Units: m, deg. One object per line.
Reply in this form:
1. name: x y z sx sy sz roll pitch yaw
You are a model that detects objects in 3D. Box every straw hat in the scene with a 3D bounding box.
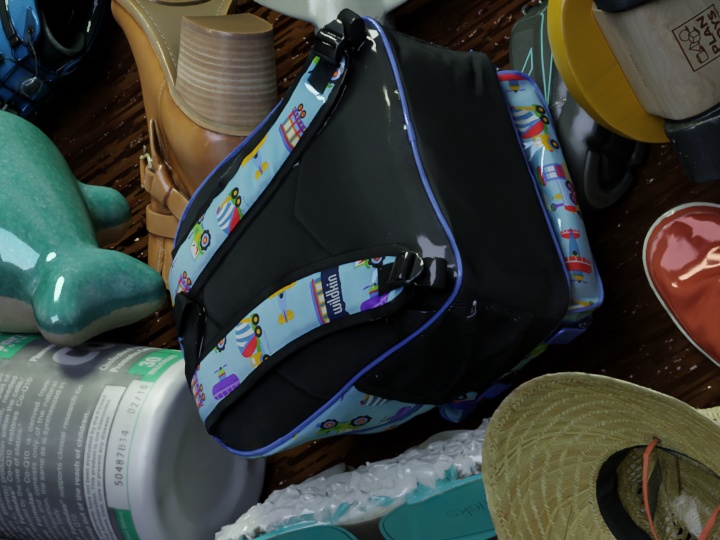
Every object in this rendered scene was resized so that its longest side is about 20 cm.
1. straw hat: 0.161 0.107 1.365 0.200 0.202 0.085 18 43 35

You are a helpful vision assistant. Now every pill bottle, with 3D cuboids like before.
1. pill bottle: -0.159 0.092 1.556 0.199 0.113 0.114 5 76 32

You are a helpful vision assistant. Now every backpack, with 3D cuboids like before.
1. backpack: 0.000 0.000 1.448 0.200 0.134 0.183 -42 53 35

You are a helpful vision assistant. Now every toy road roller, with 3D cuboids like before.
1. toy road roller: 0.177 -0.139 1.340 0.199 0.123 0.146 -33 14 -9

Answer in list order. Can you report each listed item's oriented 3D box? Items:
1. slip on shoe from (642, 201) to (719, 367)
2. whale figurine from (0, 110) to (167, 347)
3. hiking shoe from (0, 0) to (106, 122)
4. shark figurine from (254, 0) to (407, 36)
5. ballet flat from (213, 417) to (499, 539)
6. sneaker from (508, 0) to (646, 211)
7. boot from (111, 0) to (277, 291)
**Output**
1. slip on shoe: 0.202 0.032 1.386 0.074 0.061 0.200 -48 54 10
2. whale figurine: -0.189 -0.024 1.570 0.200 0.158 0.104 26 127 47
3. hiking shoe: -0.201 -0.120 1.670 0.087 0.074 0.201 16 82 56
4. shark figurine: 0.014 -0.191 1.577 0.127 0.090 0.216 24 95 2
5. ballet flat: 0.012 0.121 1.480 0.199 0.072 0.072 -18 64 23
6. sneaker: 0.117 -0.133 1.490 0.079 0.075 0.201 13 80 37
7. boot: -0.094 -0.075 1.606 0.200 0.076 0.156 34 123 58
